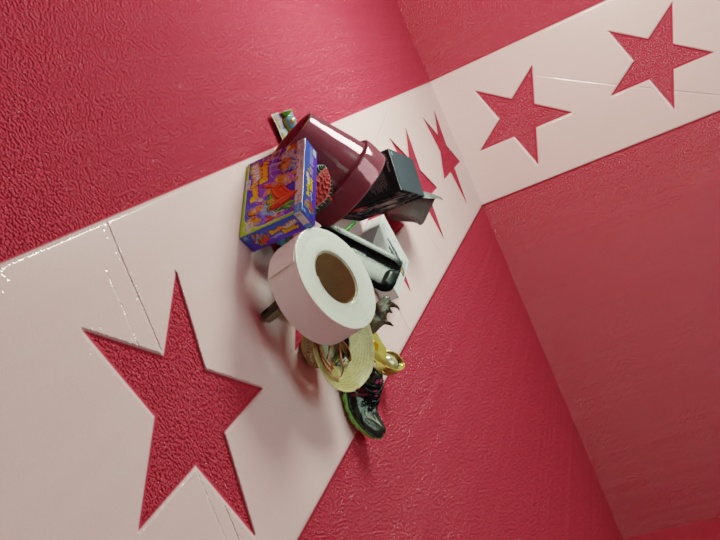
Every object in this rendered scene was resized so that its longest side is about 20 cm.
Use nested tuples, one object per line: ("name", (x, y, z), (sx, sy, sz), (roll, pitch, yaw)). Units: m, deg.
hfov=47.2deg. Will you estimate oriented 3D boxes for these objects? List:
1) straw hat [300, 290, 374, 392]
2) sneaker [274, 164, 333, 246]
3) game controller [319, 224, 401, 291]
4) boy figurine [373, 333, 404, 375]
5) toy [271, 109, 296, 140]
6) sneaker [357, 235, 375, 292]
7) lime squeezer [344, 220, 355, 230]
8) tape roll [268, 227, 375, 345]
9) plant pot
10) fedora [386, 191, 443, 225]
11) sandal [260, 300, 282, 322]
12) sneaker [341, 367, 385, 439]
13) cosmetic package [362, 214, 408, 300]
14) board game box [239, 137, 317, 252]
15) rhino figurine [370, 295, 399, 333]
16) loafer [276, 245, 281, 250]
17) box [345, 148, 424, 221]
("straw hat", (-0.064, 0.139, 1.537), (0.201, 0.085, 0.202), (31, 50, -45))
("sneaker", (-0.127, -0.131, 1.578), (0.200, 0.095, 0.079), (-61, 140, -34))
("game controller", (-0.009, -0.028, 1.752), (0.200, 0.042, 0.104), (27, 53, -2))
("boy figurine", (0.026, 0.171, 1.768), (0.200, 0.064, 0.125), (50, 25, -35))
("toy", (-0.124, -0.264, 1.829), (0.200, 0.047, 0.115), (66, 22, -8))
("sneaker", (0.000, 0.000, 1.815), (0.081, 0.074, 0.200), (52, 27, -40))
("lime squeezer", (-0.042, -0.046, 1.792), (0.200, 0.070, 0.038), (-93, 170, -47))
("tape roll", (-0.066, 0.027, 1.448), (0.202, 0.071, 0.203), (34, 39, -33))
("plant pot", (-0.079, -0.221, 1.716), (0.179, 0.200, 0.200), (39, 30, -17))
("fedora", (0.136, -0.177, 2.294), (0.200, 0.176, 0.091), (3, 97, -77))
("sandal", (-0.115, 0.055, 1.493), (0.057, 0.080, 0.201), (45, 32, 0))
("sneaker", (0.009, 0.237, 1.627), (0.077, 0.084, 0.201), (-10, 80, -69))
("cosmetic package", (0.057, -0.032, 2.062), (0.151, 0.052, 0.200), (58, 23, -19))
("board game box", (-0.149, -0.141, 1.521), (0.045, 0.134, 0.200), (49, 27, -40))
("rhino figurine", (-0.004, 0.094, 1.654), (0.199, 0.060, 0.088), (-9, 90, -32))
("loafer", (-0.120, -0.049, 1.604), (0.200, 0.072, 0.063), (-93, 159, -44))
("box", (0.031, -0.199, 1.963), (0.200, 0.182, 0.104), (-2, 72, -69))
